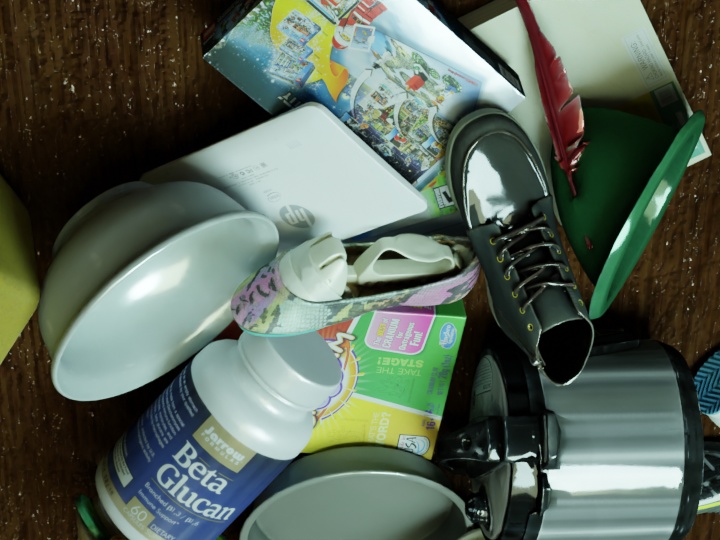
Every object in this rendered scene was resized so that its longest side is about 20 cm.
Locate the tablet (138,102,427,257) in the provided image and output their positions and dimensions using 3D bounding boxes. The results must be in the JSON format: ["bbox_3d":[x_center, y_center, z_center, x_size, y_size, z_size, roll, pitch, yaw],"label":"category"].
[{"bbox_3d":[-0.060,-0.057,1.598,0.200,0.014,0.130,-19,132,42],"label":"tablet"}]

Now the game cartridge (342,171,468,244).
[{"bbox_3d":[0.028,-0.081,1.636,0.133,0.041,0.201,-15,126,7],"label":"game cartridge"}]

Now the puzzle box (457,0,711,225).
[{"bbox_3d":[0.171,-0.137,1.622,0.133,0.025,0.200,-25,125,9],"label":"puzzle box"}]

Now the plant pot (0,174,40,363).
[{"bbox_3d":[-0.346,-0.004,1.549,0.199,0.195,0.196,20,121,-28],"label":"plant pot"}]

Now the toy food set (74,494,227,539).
[{"bbox_3d":[-0.155,0.245,1.751,0.049,0.198,0.200,-49,130,8],"label":"toy food set"}]

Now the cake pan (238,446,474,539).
[{"bbox_3d":[-0.004,0.213,1.812,0.199,0.037,0.201,-3,141,-3],"label":"cake pan"}]

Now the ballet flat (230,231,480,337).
[{"bbox_3d":[0.000,0.000,1.608,0.199,0.069,0.071,-8,149,-19],"label":"ballet flat"}]

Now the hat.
[{"bbox_3d":[0.147,-0.091,1.604,0.176,0.166,0.201,28,98,11],"label":"hat"}]

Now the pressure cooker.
[{"bbox_3d":[0.162,0.142,1.726,0.199,0.179,0.176,-1,128,-8],"label":"pressure cooker"}]

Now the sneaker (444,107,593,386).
[{"bbox_3d":[0.124,-0.018,1.557,0.075,0.106,0.201,-23,122,-6],"label":"sneaker"}]

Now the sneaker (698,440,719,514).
[{"bbox_3d":[0.329,0.193,1.855,0.199,0.074,0.081,-9,129,0],"label":"sneaker"}]

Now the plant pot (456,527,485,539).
[{"bbox_3d":[0.156,0.303,1.821,0.187,0.188,0.200,-38,128,18],"label":"plant pot"}]

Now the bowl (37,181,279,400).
[{"bbox_3d":[-0.166,-0.002,1.587,0.201,0.090,0.201,-34,160,-15],"label":"bowl"}]

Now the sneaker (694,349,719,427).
[{"bbox_3d":[0.376,0.071,1.777,0.200,0.077,0.081,-33,132,22],"label":"sneaker"}]

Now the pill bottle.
[{"bbox_3d":[-0.107,0.125,1.665,0.111,0.111,0.200,31,116,-26],"label":"pill bottle"}]

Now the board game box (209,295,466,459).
[{"bbox_3d":[-0.027,0.080,1.739,0.199,0.040,0.154,4,125,-11],"label":"board game box"}]

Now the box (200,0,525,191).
[{"bbox_3d":[0.002,-0.148,1.541,0.137,0.038,0.200,-41,120,20],"label":"box"}]
